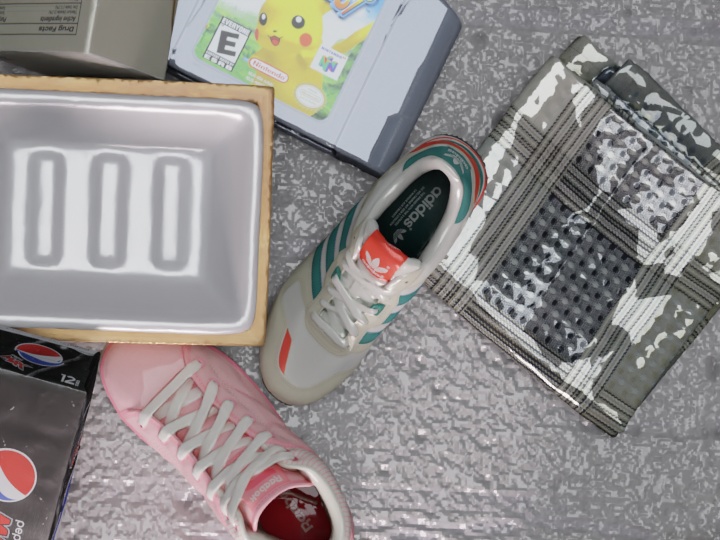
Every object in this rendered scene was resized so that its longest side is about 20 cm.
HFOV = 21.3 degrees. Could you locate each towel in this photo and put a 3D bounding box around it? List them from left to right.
[{"bbox_3d":[0.154,-0.025,1.233,0.192,0.035,0.200,40,82,-2],"label":"towel"}]

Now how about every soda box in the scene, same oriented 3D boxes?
[{"bbox_3d":[-0.210,0.139,1.129,0.070,0.063,0.201,15,109,-5],"label":"soda box"}]

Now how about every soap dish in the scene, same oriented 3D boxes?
[{"bbox_3d":[-0.154,-0.037,1.168,0.199,0.081,0.159,2,92,-6],"label":"soap dish"}]

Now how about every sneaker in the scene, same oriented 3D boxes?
[{"bbox_3d":[-0.078,0.106,1.163,0.075,0.105,0.200,-45,91,-5],"label":"sneaker"},{"bbox_3d":[0.001,0.000,1.168,0.070,0.093,0.200,40,97,3],"label":"sneaker"}]

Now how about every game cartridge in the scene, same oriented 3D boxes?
[{"bbox_3d":[-0.043,-0.160,1.220,0.199,0.040,0.134,26,80,-4],"label":"game cartridge"}]

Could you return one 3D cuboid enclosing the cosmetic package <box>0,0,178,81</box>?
[{"bbox_3d":[-0.161,-0.221,1.168,0.103,0.073,0.201,7,86,38],"label":"cosmetic package"}]
